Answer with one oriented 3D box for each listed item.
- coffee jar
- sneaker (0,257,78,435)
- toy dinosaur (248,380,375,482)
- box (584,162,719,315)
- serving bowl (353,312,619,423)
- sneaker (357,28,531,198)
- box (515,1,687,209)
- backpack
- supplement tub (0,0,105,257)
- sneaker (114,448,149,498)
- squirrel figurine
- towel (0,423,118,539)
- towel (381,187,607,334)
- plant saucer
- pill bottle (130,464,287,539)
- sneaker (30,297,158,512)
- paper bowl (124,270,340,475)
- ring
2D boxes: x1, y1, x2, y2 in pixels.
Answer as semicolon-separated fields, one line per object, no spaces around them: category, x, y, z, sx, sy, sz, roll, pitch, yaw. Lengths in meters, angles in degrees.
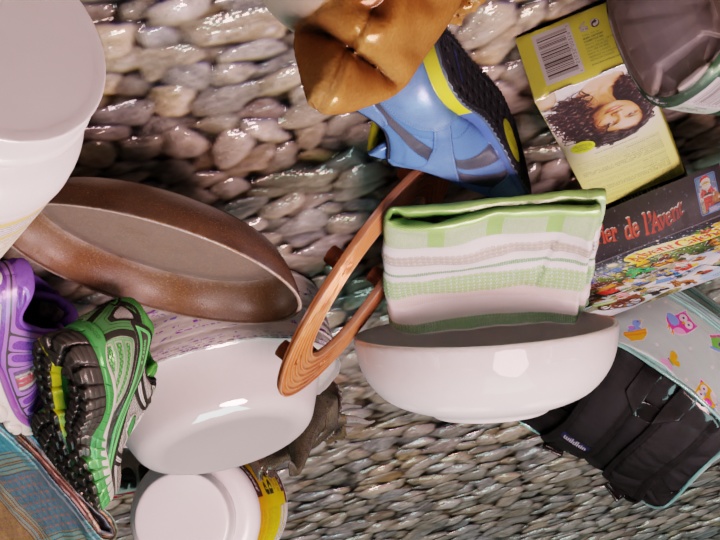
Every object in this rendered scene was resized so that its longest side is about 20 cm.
coffee jar;0.249;-0.141;1.031;0.199;0.105;0.085;6;146;-42
sneaker;-0.230;0.053;1.161;0.083;0.081;0.200;-17;156;-3
toy dinosaur;-0.054;0.127;1.403;0.102;0.077;0.200;-38;174;-1
box;0.223;-0.018;1.236;0.199;0.038;0.136;-24;158;40
serving bowl;0.095;0.075;1.246;0.199;0.066;0.200;-4;-176;0
sneaker;0.050;-0.090;1.063;0.078;0.066;0.200;-21;154;18
box;0.164;-0.105;1.118;0.075;0.050;0.200;-21;156;13
backpack;0.245;0.090;1.415;0.154;0.175;0.200;-51;174;-23
supplement tub;-0.227;-0.063;0.837;0.145;0.146;0.200;4;148;-39
sneaker;-0.264;0.180;1.419;0.199;0.077;0.085;1;156;-33
squirrel figurine;0.039;-0.191;0.792;0.199;0.142;0.187;-12;149;-47
towel;-0.289;0.175;1.297;0.199;0.022;0.147;-21;116;44
towel;0.089;0.000;1.135;0.148;0.031;0.200;-7;160;0
plant saucer;-0.131;-0.014;1.056;0.199;0.032;0.200;12;163;4
pill bottle;-0.129;0.205;1.409;0.109;0.110;0.200;-19;174;5
sneaker;-0.175;0.097;1.165;0.085;0.078;0.200;-33;157;-31
paper bowl;-0.114;0.087;1.281;0.199;0.105;0.201;-15;157;-7
ring;0.000;0.000;1.143;0.201;0.019;0.201;-52;168;-15
